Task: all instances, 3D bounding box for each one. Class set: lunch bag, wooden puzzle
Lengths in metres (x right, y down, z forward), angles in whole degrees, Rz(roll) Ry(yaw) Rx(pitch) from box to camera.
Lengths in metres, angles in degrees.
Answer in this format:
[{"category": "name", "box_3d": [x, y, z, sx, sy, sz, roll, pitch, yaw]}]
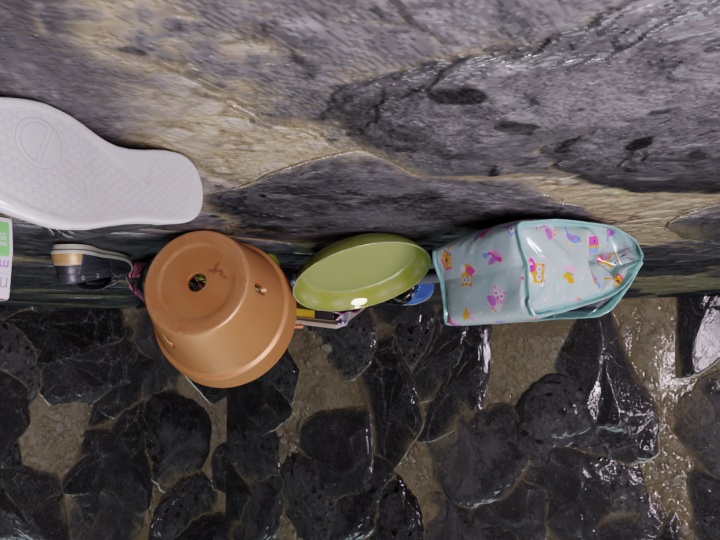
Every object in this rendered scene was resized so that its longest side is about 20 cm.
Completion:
[{"category": "lunch bag", "box_3d": [0.214, 0.001, 0.769, 0.197, 0.125, 0.170, -7, 176, -31]}, {"category": "wooden puzzle", "box_3d": [-0.097, 0.082, 1.356, 0.196, 0.038, 0.185, 0, -171, 17]}]

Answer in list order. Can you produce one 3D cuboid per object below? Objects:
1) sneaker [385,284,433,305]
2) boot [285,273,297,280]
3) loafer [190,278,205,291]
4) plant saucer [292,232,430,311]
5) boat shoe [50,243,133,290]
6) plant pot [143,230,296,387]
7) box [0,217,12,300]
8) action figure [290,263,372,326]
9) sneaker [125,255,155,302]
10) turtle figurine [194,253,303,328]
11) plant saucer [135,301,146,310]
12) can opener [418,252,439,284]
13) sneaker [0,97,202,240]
[{"category": "sneaker", "box_3d": [0.094, 0.034, 1.281, 0.197, 0.078, 0.110, 12, 178, -35]}, {"category": "boot", "box_3d": [-0.222, 0.028, 1.271, 0.151, 0.075, 0.202, 9, 170, -34]}, {"category": "loafer", "box_3d": [-0.279, 0.010, 1.147, 0.198, 0.074, 0.071, -5, 139, 50]}, {"category": "plant saucer", "box_3d": [0.000, 0.000, 0.890, 0.196, 0.032, 0.201, -11, 155, -5]}, {"category": "boat shoe", "box_3d": [-0.411, 0.000, 0.985, 0.073, 0.064, 0.200, -2, 176, 2]}, {"category": "plant pot", "box_3d": [-0.194, 0.039, 0.839, 0.196, 0.204, 0.140, -1, 158, 7]}, {"category": "box", "box_3d": [-0.498, -0.015, 0.643, 0.173, 0.099, 0.199, -3, 173, 21]}, {"category": "action figure", "box_3d": [-0.050, 0.007, 1.062, 0.132, 0.151, 0.200, 27, -172, -14]}, {"category": "sneaker", "box_3d": [-0.377, 0.014, 1.119, 0.095, 0.080, 0.200, 33, 156, -5]}, {"category": "turtle figurine", "box_3d": [-0.167, 0.022, 1.016, 0.197, 0.065, 0.162, 27, 152, -3]}, {"category": "plant saucer", "box_3d": [-0.763, 0.135, 2.463, 0.196, 0.033, 0.200, 0, 175, 0]}, {"category": "can opener", "box_3d": [0.091, -0.007, 1.084, 0.198, 0.053, 0.066, -4, -152, 47]}, {"category": "sneaker", "box_3d": [-0.200, -0.053, 0.411, 0.097, 0.072, 0.199, -8, 176, 23]}]
